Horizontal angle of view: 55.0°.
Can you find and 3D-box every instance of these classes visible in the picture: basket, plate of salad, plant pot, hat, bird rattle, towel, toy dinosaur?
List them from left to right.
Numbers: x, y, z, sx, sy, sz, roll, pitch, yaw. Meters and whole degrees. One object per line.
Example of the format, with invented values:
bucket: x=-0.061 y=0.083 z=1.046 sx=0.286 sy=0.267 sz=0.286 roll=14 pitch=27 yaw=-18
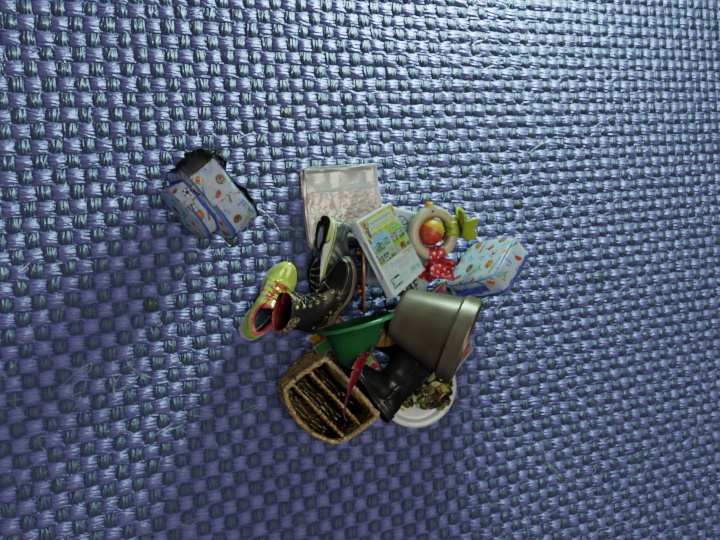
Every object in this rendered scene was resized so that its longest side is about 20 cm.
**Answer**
basket: x=-0.084 y=0.297 z=1.556 sx=0.143 sy=0.149 sz=0.200 roll=-45 pitch=106 yaw=-17
towel: x=-0.039 y=-0.155 z=1.641 sx=0.199 sy=0.032 sz=0.192 roll=-7 pitch=93 yaw=-21
hat: x=-0.001 y=0.199 z=1.497 sx=0.199 sy=0.165 sz=0.177 roll=-15 pitch=92 yaw=-27
toy dinosaur: x=0.043 y=0.158 z=1.636 sx=0.199 sy=0.060 sz=0.107 roll=-11 pitch=96 yaw=-11
plate of salad: x=0.143 y=0.291 z=1.686 sx=0.199 sy=0.048 sz=0.201 roll=-2 pitch=98 yaw=-12
plant pot: x=0.161 y=0.129 z=1.560 sx=0.173 sy=0.200 sz=0.201 roll=22 pitch=80 yaw=13
bird rattle: x=0.184 y=-0.076 z=1.684 sx=0.163 sy=0.113 sz=0.200 roll=34 pitch=94 yaw=-17

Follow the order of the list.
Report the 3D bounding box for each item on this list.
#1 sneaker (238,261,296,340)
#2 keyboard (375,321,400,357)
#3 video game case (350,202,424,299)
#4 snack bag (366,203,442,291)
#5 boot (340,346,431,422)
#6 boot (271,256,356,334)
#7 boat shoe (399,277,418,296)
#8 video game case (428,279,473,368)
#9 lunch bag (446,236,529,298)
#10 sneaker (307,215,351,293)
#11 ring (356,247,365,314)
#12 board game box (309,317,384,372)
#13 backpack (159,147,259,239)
sneaker: x=-0.195 y=0.070 z=1.543 sx=0.078 sy=0.090 sz=0.201 roll=31 pitch=77 yaw=-18
keyboard: x=0.130 y=0.178 z=1.711 sx=0.199 sy=0.040 sz=0.105 roll=25 pitch=94 yaw=-15
video game case: x=0.065 y=-0.049 z=1.556 sx=0.183 sy=0.023 sz=0.200 roll=63 pitch=30 yaw=-5
snack bag: x=0.107 y=-0.047 z=1.691 sx=0.188 sy=0.021 sz=0.201 roll=10 pitch=93 yaw=-30
boot: x=0.064 y=0.232 z=1.589 sx=0.162 sy=0.073 sz=0.199 roll=-44 pitch=106 yaw=-23
boot: x=-0.102 y=0.059 z=1.509 sx=0.150 sy=0.073 sz=0.201 roll=1 pitch=127 yaw=-47
boat shoe: x=0.115 y=0.030 z=1.655 sx=0.062 sy=0.073 sz=0.200 roll=-42 pitch=111 yaw=-12
video game case: x=0.216 y=0.136 z=1.707 sx=0.143 sy=0.017 sz=0.201 roll=-34 pitch=105 yaw=-56
lunch bag: x=0.307 y=0.001 z=1.694 sx=0.076 sy=0.200 sz=0.161 roll=42 pitch=62 yaw=-18
sneaker: x=-0.066 y=-0.024 z=1.591 sx=0.081 sy=0.074 sz=0.201 roll=5 pitch=108 yaw=-28
ring: x=0.000 y=0.000 z=1.573 sx=0.019 sy=0.200 sz=0.202 roll=-1 pitch=90 yaw=-2
board game box: x=-0.026 y=0.208 z=1.619 sx=0.095 sy=0.030 sz=0.200 roll=-36 pitch=106 yaw=9
backpack: x=-0.314 y=-0.150 z=1.451 sx=0.190 sy=0.200 sz=0.154 roll=44 pitch=79 yaw=-23
